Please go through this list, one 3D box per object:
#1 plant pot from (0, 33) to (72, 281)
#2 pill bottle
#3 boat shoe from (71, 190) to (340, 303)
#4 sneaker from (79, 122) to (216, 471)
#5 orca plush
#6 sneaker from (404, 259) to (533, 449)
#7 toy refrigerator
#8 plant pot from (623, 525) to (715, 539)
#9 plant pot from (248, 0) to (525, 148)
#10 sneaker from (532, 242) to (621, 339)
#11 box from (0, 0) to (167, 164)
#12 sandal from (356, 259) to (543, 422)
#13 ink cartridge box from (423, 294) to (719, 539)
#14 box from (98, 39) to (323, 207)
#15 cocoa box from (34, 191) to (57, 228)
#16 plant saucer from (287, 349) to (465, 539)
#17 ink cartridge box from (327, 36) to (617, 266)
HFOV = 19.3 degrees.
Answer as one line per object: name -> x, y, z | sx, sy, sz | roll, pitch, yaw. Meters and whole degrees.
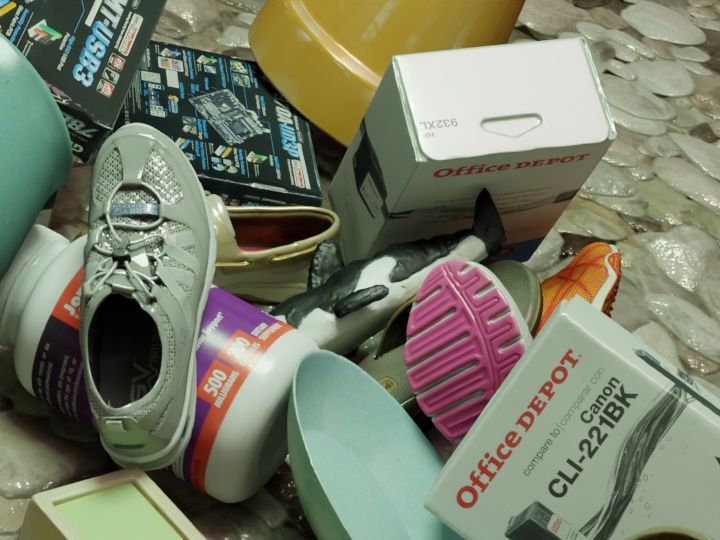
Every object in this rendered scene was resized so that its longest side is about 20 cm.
plant pot -> -0.276, -0.049, 1.222 | 0.199, 0.201, 0.188 | 32, 56, 21
pill bottle -> -0.130, 0.050, 1.287 | 0.199, 0.113, 0.112 | 27, 32, 13
boat shoe -> -0.105, -0.022, 1.456 | 0.199, 0.070, 0.074 | 0, 36, -29
sneaker -> -0.122, 0.007, 1.196 | 0.074, 0.082, 0.201 | -7, 72, 5
orca plush -> 0.000, 0.000, 1.403 | 0.199, 0.105, 0.071 | -35, 76, -4
sneaker -> 0.090, 0.088, 1.335 | 0.081, 0.201, 0.088 | -19, 2, 19
toy refrigerator -> -0.097, 0.193, 1.121 | 0.076, 0.070, 0.200 | -12, 43, -41
plant pot -> 0.222, 0.254, 1.123 | 0.199, 0.187, 0.187 | 22, 27, -25
plant pot -> 0.042, -0.206, 1.670 | 0.199, 0.184, 0.201 | 30, 24, -15
sneaker -> 0.136, 0.027, 1.473 | 0.077, 0.073, 0.200 | 15, 26, 12
box -> -0.225, -0.196, 1.375 | 0.198, 0.050, 0.201 | 30, 50, -16
sandal -> 0.041, 0.046, 1.382 | 0.199, 0.055, 0.082 | -31, 37, -23
ink cartridge box -> 0.157, 0.132, 1.234 | 0.200, 0.145, 0.084 | 36, 11, 6
box -> -0.118, -0.102, 1.600 | 0.158, 0.046, 0.200 | 10, 32, -15
cocoa box -> -0.308, -0.093, 1.396 | 0.199, 0.132, 0.133 | -8, 40, -37
plant saucer -> 0.010, 0.141, 1.232 | 0.201, 0.039, 0.201 | 48, 19, -23
ink cartridge box -> 0.072, -0.073, 1.474 | 0.144, 0.200, 0.084 | -8, 68, -18
